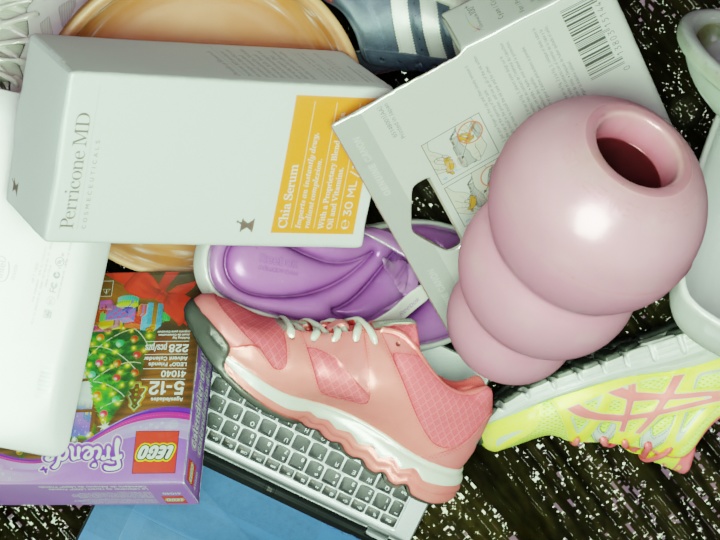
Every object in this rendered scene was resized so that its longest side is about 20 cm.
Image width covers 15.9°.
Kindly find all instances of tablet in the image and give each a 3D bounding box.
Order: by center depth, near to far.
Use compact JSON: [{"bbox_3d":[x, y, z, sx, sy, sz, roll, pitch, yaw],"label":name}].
[{"bbox_3d":[-0.210,-0.002,1.473,0.130,0.014,0.201,12,88,-18],"label":"tablet"}]

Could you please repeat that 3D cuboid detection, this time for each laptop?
[{"bbox_3d":[-0.046,0.116,1.546,0.187,0.116,0.200,26,99,-2],"label":"laptop"}]

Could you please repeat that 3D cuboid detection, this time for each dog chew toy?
[{"bbox_3d":[0.112,-0.007,1.468,0.124,0.125,0.200,32,136,-2],"label":"dog chew toy"}]

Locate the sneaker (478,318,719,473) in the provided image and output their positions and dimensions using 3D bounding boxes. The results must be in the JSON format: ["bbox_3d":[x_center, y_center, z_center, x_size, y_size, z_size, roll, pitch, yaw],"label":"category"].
[{"bbox_3d":[0.168,0.085,1.564,0.200,0.078,0.091,-16,96,1],"label":"sneaker"}]

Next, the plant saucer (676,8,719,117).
[{"bbox_3d":[0.263,-0.081,1.464,0.200,0.200,0.050,24,111,-1],"label":"plant saucer"}]

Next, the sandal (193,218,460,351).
[{"bbox_3d":[0.000,0.008,1.539,0.202,0.050,0.083,2,87,-24],"label":"sandal"}]

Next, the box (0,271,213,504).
[{"bbox_3d":[-0.187,0.070,1.535,0.199,0.039,0.137,-2,64,12],"label":"box"}]

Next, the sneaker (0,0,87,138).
[{"bbox_3d":[-0.205,-0.128,1.526,0.075,0.115,0.201,-1,94,17],"label":"sneaker"}]

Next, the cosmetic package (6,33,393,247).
[{"bbox_3d":[-0.090,-0.072,1.459,0.200,0.071,0.102,0,112,-28],"label":"cosmetic package"}]

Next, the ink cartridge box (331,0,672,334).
[{"bbox_3d":[0.092,-0.071,1.513,0.176,0.045,0.200,-27,132,3],"label":"ink cartridge box"}]

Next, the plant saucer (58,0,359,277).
[{"bbox_3d":[-0.097,-0.093,1.529,0.200,0.037,0.201,-6,114,-14],"label":"plant saucer"}]

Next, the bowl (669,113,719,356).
[{"bbox_3d":[0.280,-0.005,1.527,0.199,0.075,0.200,22,57,-2],"label":"bowl"}]

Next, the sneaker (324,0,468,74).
[{"bbox_3d":[0.040,-0.140,1.557,0.200,0.075,0.085,32,102,3],"label":"sneaker"}]

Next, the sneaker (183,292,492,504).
[{"bbox_3d":[-0.010,0.053,1.505,0.200,0.074,0.087,31,98,-18],"label":"sneaker"}]
